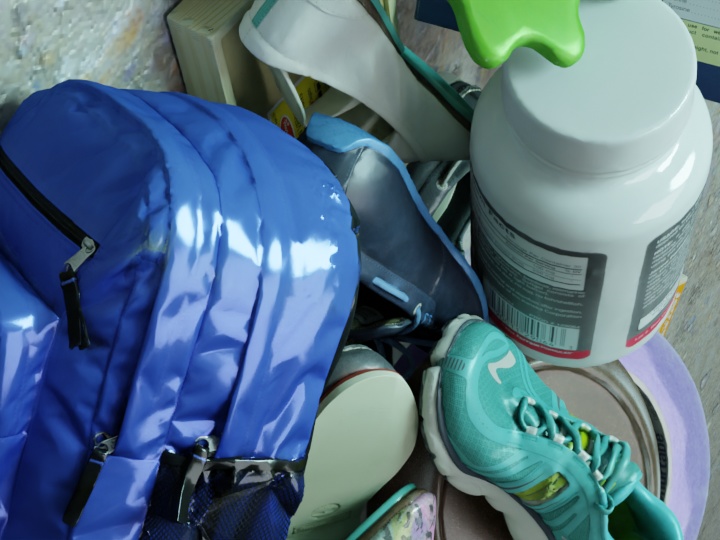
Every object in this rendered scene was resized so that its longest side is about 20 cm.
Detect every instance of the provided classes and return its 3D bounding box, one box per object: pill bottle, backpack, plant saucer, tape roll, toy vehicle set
[{"bbox_3d":[0.106,-0.042,0.726,0.111,0.110,0.200,-52,161,-20],"label":"pill bottle"},{"bbox_3d":[-0.096,0.031,0.589,0.167,0.162,0.201,10,109,-43],"label":"backpack"},{"bbox_3d":[0.095,0.124,0.843,0.199,0.032,0.202,-1,91,-31],"label":"plant saucer"},{"bbox_3d":[0.107,0.117,0.916,0.198,0.085,0.202,-2,93,-32],"label":"tape roll"},{"bbox_3d":[-0.027,-0.086,0.759,0.124,0.026,0.201,-49,151,-26],"label":"toy vehicle set"}]

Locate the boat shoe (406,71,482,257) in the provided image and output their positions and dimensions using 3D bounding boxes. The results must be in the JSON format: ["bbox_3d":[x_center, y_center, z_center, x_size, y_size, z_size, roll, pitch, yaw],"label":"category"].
[{"bbox_3d":[0.033,-0.013,0.901,0.073,0.061,0.201,-7,122,-64],"label":"boat shoe"}]

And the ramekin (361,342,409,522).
[{"bbox_3d":[0.042,0.133,1.024,0.202,0.094,0.203,-44,149,-35],"label":"ramekin"}]

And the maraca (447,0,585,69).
[{"bbox_3d":[0.032,-0.171,0.623,0.137,0.200,0.107,-48,-172,-21],"label":"maraca"}]

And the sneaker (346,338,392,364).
[{"bbox_3d":[-0.029,0.084,0.867,0.080,0.074,0.201,-26,137,-51],"label":"sneaker"}]

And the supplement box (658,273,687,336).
[{"bbox_3d":[0.176,0.062,1.227,0.199,0.073,0.127,-20,133,-55],"label":"supplement box"}]

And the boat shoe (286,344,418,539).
[{"bbox_3d":[-0.021,0.092,0.766,0.071,0.063,0.201,-10,147,-17],"label":"boat shoe"}]

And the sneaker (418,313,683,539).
[{"bbox_3d":[0.097,0.088,0.758,0.200,0.079,0.078,46,58,-39],"label":"sneaker"}]

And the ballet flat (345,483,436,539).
[{"bbox_3d":[-0.020,0.194,0.775,0.200,0.071,0.069,-43,160,15],"label":"ballet flat"}]

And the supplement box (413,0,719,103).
[{"bbox_3d":[0.147,-0.211,0.734,0.135,0.198,0.201,-58,160,-50],"label":"supplement box"}]

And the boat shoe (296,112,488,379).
[{"bbox_3d":[0.000,0.000,0.736,0.069,0.084,0.200,-58,143,-14],"label":"boat shoe"}]

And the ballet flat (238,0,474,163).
[{"bbox_3d":[0.001,-0.087,0.719,0.070,0.069,0.200,-60,151,-4],"label":"ballet flat"}]
